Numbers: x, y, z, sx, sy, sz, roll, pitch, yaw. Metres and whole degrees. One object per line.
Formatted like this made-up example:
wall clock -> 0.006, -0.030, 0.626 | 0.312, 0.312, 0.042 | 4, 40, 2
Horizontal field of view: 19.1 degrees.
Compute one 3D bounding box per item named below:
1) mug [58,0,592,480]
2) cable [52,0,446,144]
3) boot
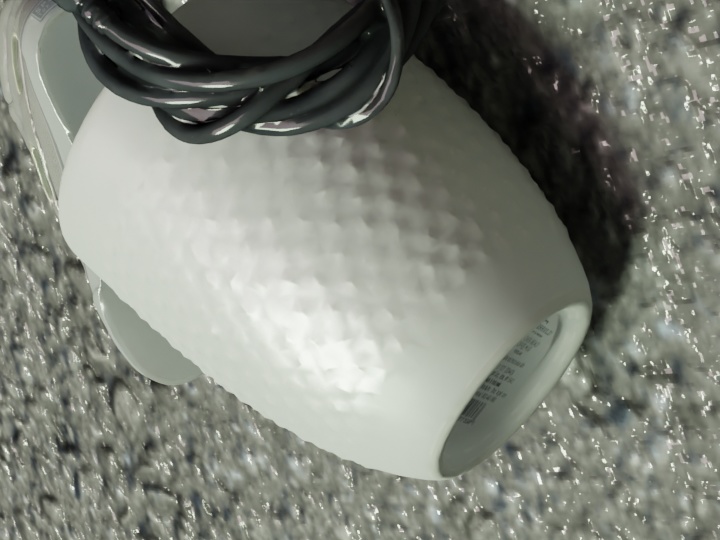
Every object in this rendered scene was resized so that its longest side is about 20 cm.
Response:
mug -> 0.000, 0.000, 0.844 | 0.175, 0.148, 0.200 | 41, 171, 21
cable -> -0.040, -0.134, 0.777 | 0.200, 0.163, 0.051 | 51, 164, 21
boot -> -0.121, -0.046, 1.045 | 0.096, 0.073, 0.200 | 29, 136, 65
